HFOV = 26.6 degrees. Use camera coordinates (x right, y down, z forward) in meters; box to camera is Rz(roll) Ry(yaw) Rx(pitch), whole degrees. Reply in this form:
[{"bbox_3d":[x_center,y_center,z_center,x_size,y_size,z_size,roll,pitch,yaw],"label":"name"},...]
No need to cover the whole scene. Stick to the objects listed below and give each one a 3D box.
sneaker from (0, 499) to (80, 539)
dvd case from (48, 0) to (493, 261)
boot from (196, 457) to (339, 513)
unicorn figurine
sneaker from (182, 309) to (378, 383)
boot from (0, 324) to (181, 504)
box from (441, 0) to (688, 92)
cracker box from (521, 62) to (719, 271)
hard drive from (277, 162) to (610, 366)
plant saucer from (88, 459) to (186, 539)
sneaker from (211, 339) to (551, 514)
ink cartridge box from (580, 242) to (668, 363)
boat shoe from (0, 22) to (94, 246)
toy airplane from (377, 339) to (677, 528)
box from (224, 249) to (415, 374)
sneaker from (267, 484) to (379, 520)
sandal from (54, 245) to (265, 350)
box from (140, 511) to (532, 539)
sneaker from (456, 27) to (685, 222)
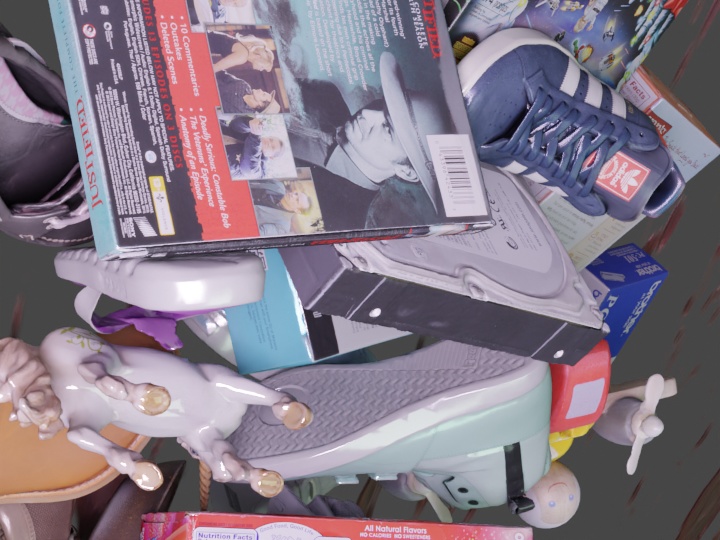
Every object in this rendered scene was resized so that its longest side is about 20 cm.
[{"bbox_3d":[-0.193,0.185,0.886,0.076,0.070,0.200,-30,151,-42],"label":"sneaker"},{"bbox_3d":[-0.035,-0.080,0.659,0.200,0.146,0.022,-6,169,-37],"label":"dvd case"},{"bbox_3d":[-0.052,0.110,0.993,0.096,0.074,0.200,-42,159,-23],"label":"boot"},{"bbox_3d":[-0.090,0.068,0.724,0.200,0.137,0.074,37,80,-38],"label":"unicorn figurine"},{"bbox_3d":[-0.024,0.031,0.908,0.082,0.074,0.200,-46,153,8],"label":"sneaker"},{"bbox_3d":[-0.178,0.055,0.738,0.200,0.074,0.155,-39,145,-24],"label":"boot"},{"bbox_3d":[0.100,-0.140,0.819,0.137,0.040,0.200,-55,151,16],"label":"box"},{"bbox_3d":[0.126,-0.047,0.991,0.200,0.058,0.134,-41,154,15],"label":"cracker box"},{"bbox_3d":[0.031,-0.026,0.793,0.200,0.140,0.038,14,129,-41],"label":"hard drive"},{"bbox_3d":[-0.158,0.199,0.905,0.200,0.032,0.200,24,90,-90],"label":"plant saucer"},{"bbox_3d":[0.016,0.108,0.864,0.200,0.074,0.118,-14,130,1],"label":"sneaker"},{"bbox_3d":[0.167,0.073,1.249,0.094,0.044,0.200,-13,138,-48],"label":"ink cartridge box"},{"bbox_3d":[-0.146,-0.052,0.652,0.067,0.057,0.200,-42,152,-8],"label":"boat shoe"},{"bbox_3d":[0.098,0.105,1.006,0.200,0.141,0.199,-24,162,19],"label":"toy airplane"},{"bbox_3d":[0.000,0.000,0.846,0.049,0.082,0.200,-13,179,32],"label":"box"},{"bbox_3d":[-0.058,0.189,0.948,0.075,0.200,0.115,23,81,-43],"label":"sneaker"},{"bbox_3d":[-0.096,0.013,0.701,0.082,0.203,0.050,-2,93,-15],"label":"sandal"},{"bbox_3d":[-0.015,0.182,0.816,0.200,0.100,0.095,6,169,-22],"label":"box"},{"bbox_3d":[0.114,-0.068,0.800,0.200,0.085,0.075,4,127,-55],"label":"sneaker"}]
